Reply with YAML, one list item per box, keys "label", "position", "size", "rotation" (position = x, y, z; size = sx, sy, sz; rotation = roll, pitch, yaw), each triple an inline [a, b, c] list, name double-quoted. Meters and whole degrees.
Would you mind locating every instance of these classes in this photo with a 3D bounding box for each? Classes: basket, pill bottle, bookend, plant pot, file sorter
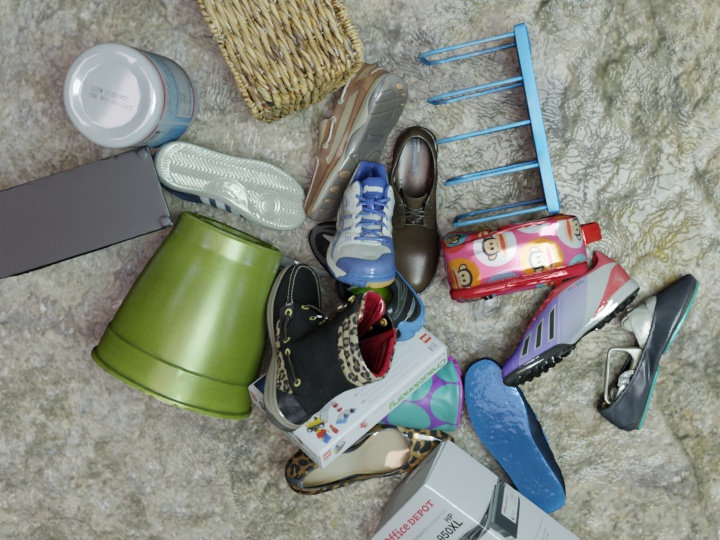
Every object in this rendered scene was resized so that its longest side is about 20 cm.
- label: "basket"
  position: [-0.089, -0.286, 1.104]
  size: [0.148, 0.143, 0.202]
  rotation: [-27, 91, 6]
- label: "pill bottle"
  position: [-0.249, -0.193, 1.102]
  size: [0.107, 0.200, 0.110]
  rotation: [1, 97, 6]
- label: "bookend"
  position: [-0.318, -0.068, 1.145]
  size: [0.198, 0.199, 0.093]
  rotation: [-17, 95, -3]
- label: "plant pot"
  position: [-0.183, 0.042, 1.135]
  size: [0.199, 0.200, 0.195]
  rotation: [23, 92, 3]
- label: "file sorter"
  position: [0.146, -0.157, 1.099]
  size: [0.121, 0.139, 0.202]
  rotation: [-11, 96, 11]

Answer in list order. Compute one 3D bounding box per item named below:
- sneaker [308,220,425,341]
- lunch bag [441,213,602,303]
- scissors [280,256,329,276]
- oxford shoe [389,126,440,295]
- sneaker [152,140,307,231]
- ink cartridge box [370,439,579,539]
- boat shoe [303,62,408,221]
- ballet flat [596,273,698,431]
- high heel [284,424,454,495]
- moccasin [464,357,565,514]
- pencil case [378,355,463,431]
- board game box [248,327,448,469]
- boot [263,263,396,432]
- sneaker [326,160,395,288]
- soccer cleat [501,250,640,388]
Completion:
- label: "sneaker"
  position: [0.000, 0.000, 1.130]
  size: [0.071, 0.082, 0.200]
  rotation: [-49, 51, 10]
- label: "lunch bag"
  position: [0.179, -0.021, 1.080]
  size: [0.174, 0.200, 0.083]
  rotation: [-14, 91, 8]
- label: "scissors"
  position: [-0.133, -0.027, 1.205]
  size: [0.197, 0.014, 0.074]
  rotation: [0, 96, 7]
- label: "oxford shoe"
  position: [0.058, -0.067, 1.145]
  size: [0.072, 0.084, 0.203]
  rotation: [-2, 98, 4]
- label: "sneaker"
  position: [-0.159, -0.103, 1.170]
  size: [0.198, 0.084, 0.076]
  rotation: [23, 83, -25]
- label: "ink cartridge box"
  position: [0.133, 0.319, 1.156]
  size: [0.199, 0.084, 0.145]
  rotation: [36, 130, 1]
- label: "boat shoe"
  position: [-0.016, -0.152, 1.155]
  size: [0.072, 0.075, 0.201]
  rotation: [40, 110, 29]
- label: "ballet flat"
  position: [0.329, 0.091, 1.144]
  size: [0.072, 0.073, 0.202]
  rotation: [20, 101, 3]
- label: "high heel"
  position: [0.012, 0.228, 1.155]
  size: [0.198, 0.143, 0.072]
  rotation: [-7, 96, 7]
- label: "moccasin"
  position: [0.181, 0.197, 1.174]
  size: [0.080, 0.068, 0.202]
  rotation: [-23, 93, 16]
- label: "pencil case"
  position: [0.025, 0.139, 1.173]
  size: [0.197, 0.085, 0.094]
  rotation: [4, 93, 6]
- label: "board game box"
  position: [-0.012, 0.118, 1.114]
  size: [0.199, 0.035, 0.126]
  rotation: [-37, 55, -24]
- label: "boot"
  position: [-0.033, 0.060, 1.044]
  size: [0.073, 0.202, 0.150]
  rotation: [33, 136, -32]
- label: "sneaker"
  position: [0.003, -0.055, 1.070]
  size: [0.074, 0.201, 0.089]
  rotation: [6, 118, -8]
- label: "soccer cleat"
  position: [0.232, 0.058, 1.137]
  size: [0.199, 0.068, 0.073]
  rotation: [-37, 74, -9]
